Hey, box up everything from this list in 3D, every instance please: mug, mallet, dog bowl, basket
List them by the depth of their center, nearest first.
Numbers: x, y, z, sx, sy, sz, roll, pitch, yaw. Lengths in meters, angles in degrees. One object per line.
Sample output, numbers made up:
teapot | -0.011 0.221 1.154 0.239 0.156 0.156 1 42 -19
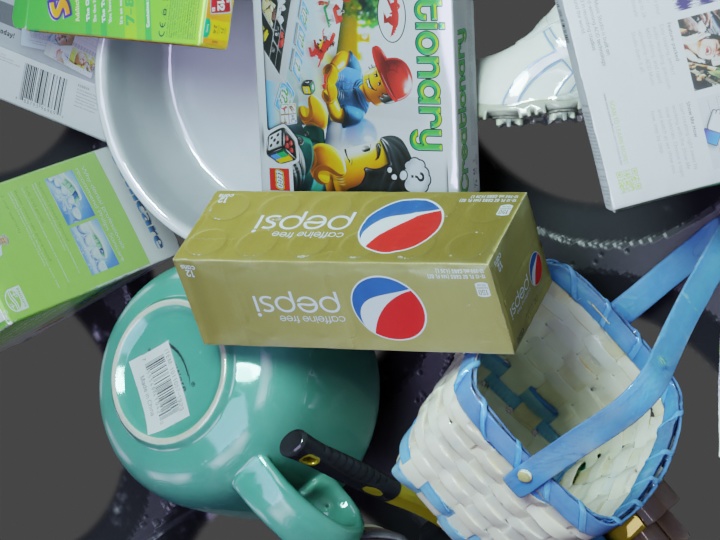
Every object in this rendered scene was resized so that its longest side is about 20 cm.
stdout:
basket | 0.125 0.064 1.696 0.139 0.176 0.200 42 132 -4
mallet | 0.030 0.127 1.757 0.066 0.200 0.041 -26 55 21
dog bowl | -0.054 -0.112 1.793 0.199 0.079 0.201 7 106 26
mug | -0.069 0.074 1.794 0.184 0.114 0.153 20 91 36

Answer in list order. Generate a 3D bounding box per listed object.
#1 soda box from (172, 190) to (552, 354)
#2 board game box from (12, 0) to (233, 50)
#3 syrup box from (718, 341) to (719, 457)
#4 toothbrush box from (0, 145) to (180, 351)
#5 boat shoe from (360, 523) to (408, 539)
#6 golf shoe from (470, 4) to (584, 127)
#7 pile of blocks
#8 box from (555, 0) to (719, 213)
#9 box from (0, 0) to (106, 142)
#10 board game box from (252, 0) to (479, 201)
soda box | 0.000 0.000 1.681 0.199 0.068 0.064 0 128 27
board game box | -0.138 -0.182 1.756 0.199 0.030 0.096 10 93 48
syrup box | 0.261 0.041 1.596 0.078 0.200 0.082 6 106 27
toothbrush box | -0.227 0.003 1.842 0.145 0.200 0.086 -28 90 30
boat shoe | -0.058 0.198 1.812 0.072 0.199 0.065 68 160 12
golf shoe | 0.129 -0.131 1.702 0.199 0.078 0.098 -6 94 19
pile of blocks | 0.121 0.200 1.778 0.062 0.082 0.200 49 120 3
box | 0.212 -0.126 1.623 0.199 0.036 0.145 -14 96 1
box | -0.192 -0.201 1.866 0.155 0.041 0.201 21 112 22
board game box | 0.002 -0.141 1.691 0.126 0.035 0.201 2 102 26
